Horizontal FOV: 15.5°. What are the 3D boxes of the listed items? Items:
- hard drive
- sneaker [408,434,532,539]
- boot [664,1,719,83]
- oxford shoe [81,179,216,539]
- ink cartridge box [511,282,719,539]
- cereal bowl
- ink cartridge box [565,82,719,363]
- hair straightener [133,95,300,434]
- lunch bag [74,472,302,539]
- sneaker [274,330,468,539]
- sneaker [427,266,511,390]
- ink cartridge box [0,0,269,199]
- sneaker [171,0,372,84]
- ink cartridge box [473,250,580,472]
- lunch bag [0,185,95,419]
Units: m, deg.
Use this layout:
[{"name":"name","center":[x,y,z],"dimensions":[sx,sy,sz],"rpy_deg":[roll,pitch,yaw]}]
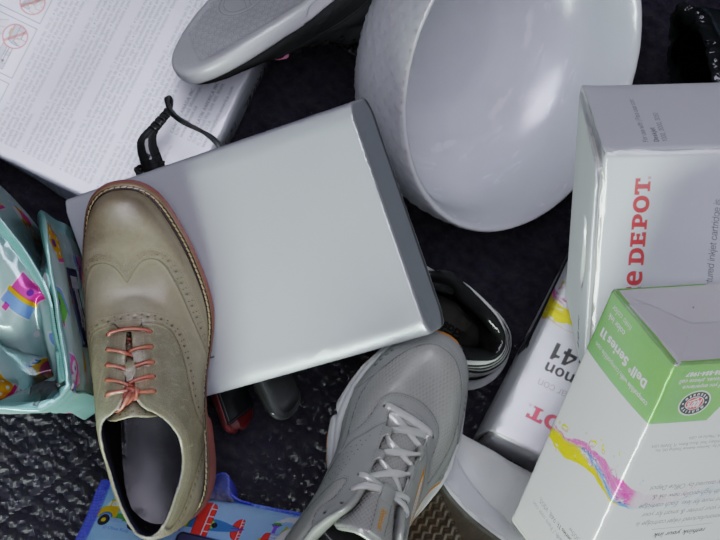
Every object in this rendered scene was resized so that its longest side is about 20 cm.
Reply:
[{"name":"hard drive","center":[-0.062,-0.005,1.475],"dimensions":[0.200,0.026,0.132],"rpy_deg":[-17,95,30]},{"name":"sneaker","center":[0.068,0.136,1.517],"dimensions":[0.085,0.073,0.200],"rpy_deg":[-6,40,-40]},{"name":"boot","center":[0.257,-0.133,1.547],"dimensions":[0.162,0.073,0.198],"rpy_deg":[2,62,-20]},{"name":"oxford shoe","center":[-0.116,0.051,1.451],"dimensions":[0.070,0.075,0.200],"rpy_deg":[-9,100,8]},{"name":"ink cartridge box","center":[0.158,0.104,1.406],"dimensions":[0.117,0.200,0.067],"rpy_deg":[-2,38,-33]},{"name":"cereal bowl","center":[0.069,-0.126,1.533],"dimensions":[0.083,0.200,0.200],"rpy_deg":[24,77,42]},{"name":"ink cartridge box","center":[0.216,-0.025,1.437],"dimensions":[0.200,0.085,0.145],"rpy_deg":[-2,123,-6]},{"name":"hair straightener","center":[-0.073,-0.007,1.521],"dimensions":[0.077,0.041,0.200],"rpy_deg":[-14,97,30]},{"name":"lunch bag","center":[-0.097,0.210,1.490],"dimensions":[0.150,0.094,0.200],"rpy_deg":[7,63,18]},{"name":"sneaker","center":[0.010,0.121,1.419],"dimensions":[0.076,0.092,0.200],"rpy_deg":[30,77,-11]},{"name":"sneaker","center":[0.000,0.000,1.526],"dimensions":[0.200,0.115,0.076],"rpy_deg":[26,80,2]},{"name":"ink cartridge box","center":[-0.164,-0.128,1.576],"dimensions":[0.200,0.057,0.163],"rpy_deg":[25,80,6]},{"name":"sneaker","center":[-0.016,-0.142,1.548],"dimensions":[0.200,0.099,0.071],"rpy_deg":[-37,40,-20]},{"name":"ink cartridge box","center":[0.177,0.043,1.544],"dimensions":[0.148,0.086,0.200],"rpy_deg":[26,78,1]},{"name":"lunch bag","center":[-0.221,0.006,1.485],"dimensions":[0.200,0.170,0.122],"rpy_deg":[42,88,4]}]
